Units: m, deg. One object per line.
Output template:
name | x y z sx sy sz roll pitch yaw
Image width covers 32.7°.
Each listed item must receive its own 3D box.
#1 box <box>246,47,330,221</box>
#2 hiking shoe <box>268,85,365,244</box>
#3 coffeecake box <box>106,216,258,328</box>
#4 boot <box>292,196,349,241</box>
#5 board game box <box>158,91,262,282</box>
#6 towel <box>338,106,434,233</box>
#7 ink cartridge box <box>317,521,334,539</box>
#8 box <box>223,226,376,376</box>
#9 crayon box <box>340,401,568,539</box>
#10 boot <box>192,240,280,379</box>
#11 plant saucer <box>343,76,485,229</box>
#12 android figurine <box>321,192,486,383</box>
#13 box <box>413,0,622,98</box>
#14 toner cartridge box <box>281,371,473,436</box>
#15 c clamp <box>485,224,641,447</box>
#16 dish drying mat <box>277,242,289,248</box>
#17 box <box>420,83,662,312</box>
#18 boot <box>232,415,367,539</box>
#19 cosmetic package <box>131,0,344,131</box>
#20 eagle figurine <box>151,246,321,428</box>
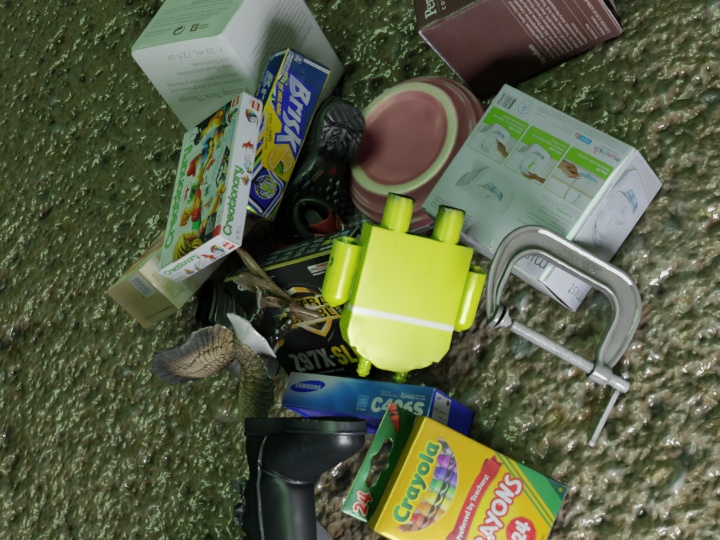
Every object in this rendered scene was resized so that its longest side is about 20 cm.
box | -0.108 -0.164 1.491 0.070 0.064 0.202 6 74 66
hiking shoe | -0.055 -0.126 1.521 0.201 0.075 0.101 -60 20 19
coffeecake box | -0.214 -0.032 1.560 0.200 0.073 0.153 -51 12 -26
boot | 0.000 0.000 1.418 0.072 0.145 0.200 -44 66 -10
board game box | -0.175 -0.098 1.438 0.126 0.034 0.202 -27 47 43
towel | 0.010 -0.125 1.560 0.191 0.034 0.202 -13 61 30
ink cartridge box | -0.093 0.387 1.352 0.201 0.087 0.145 -53 50 4
box | -0.042 0.044 1.413 0.199 0.160 0.049 -13 30 42
crayon box | 0.094 0.233 1.239 0.198 0.051 0.128 26 82 -4
boot | -0.147 0.037 1.527 0.067 0.130 0.202 -8 64 33
plant saucer | 0.060 -0.151 1.496 0.199 0.051 0.203 -13 63 27
android figurine | 0.047 0.023 1.316 0.041 0.180 0.202 -146 67 -68
box | 0.180 -0.345 1.462 0.198 0.164 0.167 -23 57 24
toner cartridge box | 0.018 0.155 1.380 0.198 0.095 0.044 3 69 35
c clamp | 0.206 0.056 1.260 0.172 0.199 0.027 -57 8 -7
dish drying mat | -0.076 -0.052 1.557 0.076 0.018 0.202 -27 63 27
box | 0.198 -0.084 1.369 0.199 0.097 0.177 34 90 40
boot | -0.062 0.232 1.261 0.197 0.073 0.165 -11 77 51
cosmetic package | -0.156 -0.276 1.614 0.166 0.201 0.167 -2 48 36
eagle figurine | -0.134 0.102 1.385 0.201 0.150 0.152 -53 39 16
